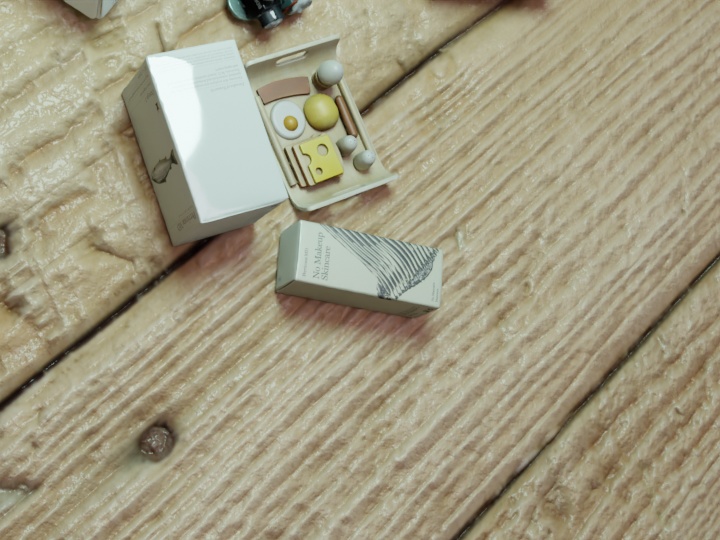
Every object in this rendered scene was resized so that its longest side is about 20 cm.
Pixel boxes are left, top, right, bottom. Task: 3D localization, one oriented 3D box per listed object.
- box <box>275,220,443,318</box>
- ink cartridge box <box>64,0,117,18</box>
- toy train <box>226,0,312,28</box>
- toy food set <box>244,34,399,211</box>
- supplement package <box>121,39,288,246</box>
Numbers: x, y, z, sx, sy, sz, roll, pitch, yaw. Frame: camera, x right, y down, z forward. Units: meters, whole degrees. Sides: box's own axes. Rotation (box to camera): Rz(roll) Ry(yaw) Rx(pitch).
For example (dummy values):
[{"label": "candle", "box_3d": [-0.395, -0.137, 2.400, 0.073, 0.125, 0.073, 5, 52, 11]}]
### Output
[{"label": "box", "box_3d": [0.000, 0.000, 1.516, 0.199, 0.068, 0.083, 10, 74, -24]}, {"label": "ink cartridge box", "box_3d": [-0.307, -0.418, 1.441, 0.145, 0.083, 0.200, 33, 66, -1]}, {"label": "toy train", "box_3d": [-0.135, -0.404, 1.542, 0.114, 0.085, 0.201, -30, 92, -38]}, {"label": "toy food set", "box_3d": [-0.048, -0.185, 1.540, 0.143, 0.060, 0.201, -23, 88, -29]}, {"label": "supplement package", "box_3d": [-0.184, -0.148, 1.434, 0.117, 0.117, 0.201, -17, 85, -28]}]
